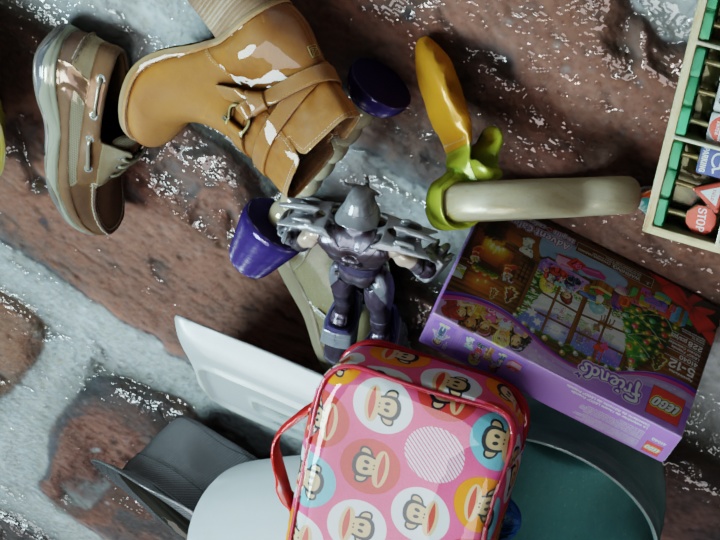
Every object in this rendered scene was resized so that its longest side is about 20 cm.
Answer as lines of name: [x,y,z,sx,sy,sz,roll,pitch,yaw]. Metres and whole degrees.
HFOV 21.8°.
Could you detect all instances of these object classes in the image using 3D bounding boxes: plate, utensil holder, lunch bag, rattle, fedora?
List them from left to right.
fedora: [-0.142,0.201,1.721,0.200,0.090,0.177,43,163,-21]
plate: [-0.063,0.111,1.590,0.200,0.032,0.200,22,166,7]
utensil holder: [-0.028,0.234,1.579,0.200,0.170,0.170,-9,128,51]
lunch bag: [0.019,0.157,1.355,0.176,0.082,0.200,17,109,9]
rattle: [0.146,-0.092,1.335,0.200,0.143,0.130,-5,164,12]

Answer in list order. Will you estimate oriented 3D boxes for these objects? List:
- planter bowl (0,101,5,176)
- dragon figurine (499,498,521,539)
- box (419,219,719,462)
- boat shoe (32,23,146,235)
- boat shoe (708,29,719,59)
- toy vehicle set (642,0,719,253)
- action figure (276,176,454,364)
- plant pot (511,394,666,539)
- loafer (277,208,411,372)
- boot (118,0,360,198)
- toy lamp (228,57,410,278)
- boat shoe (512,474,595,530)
planter bowl: [-0.355,-0.154,1.501,0.200,0.083,0.200,16,138,15]
dragon figurine: [0.086,0.200,1.437,0.200,0.059,0.099,43,137,-18]
box: [0.158,0.040,1.379,0.200,0.137,0.039,26,139,1]
boat shoe: [-0.207,-0.103,1.482,0.072,0.076,0.200,11,138,15]
boat shoe: [0.284,-0.083,1.244,0.074,0.060,0.200,-20,120,42]
toy vehicle set: [0.264,-0.103,1.194,0.124,0.027,0.200,15,111,14]
action figure: [0.000,0.000,1.364,0.130,0.069,0.200,22,143,18]
plant pot: [0.157,0.152,1.497,0.200,0.134,0.200,15,138,14]
loafer: [-0.006,0.029,1.504,0.067,0.076,0.200,-5,130,40]
boot: [-0.092,-0.112,1.365,0.155,0.074,0.200,53,137,13]
toy lamp: [-0.036,-0.069,1.399,0.058,0.058,0.200,34,126,-7]
boat shoe: [0.128,0.200,1.618,0.200,0.072,0.076,17,154,15]
